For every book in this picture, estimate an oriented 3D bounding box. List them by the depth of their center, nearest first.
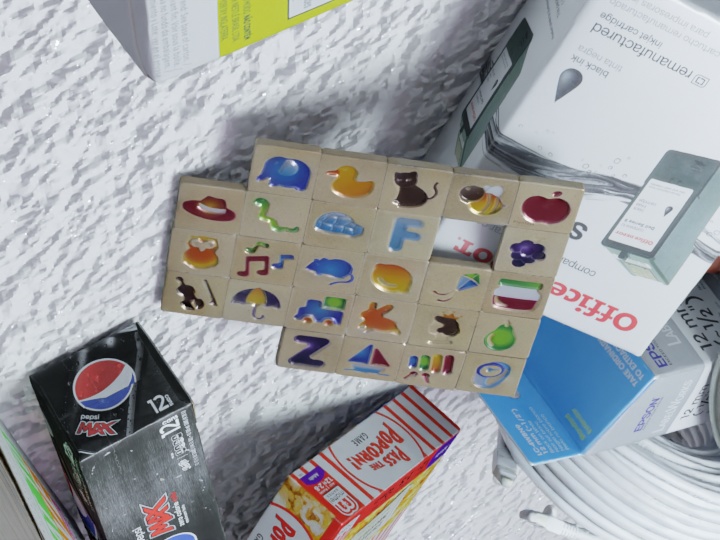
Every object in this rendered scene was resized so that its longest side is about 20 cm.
[{"bbox_3d":[-0.168,0.154,1.205,0.048,0.134,0.200,-33,150,-5],"label":"book"}]

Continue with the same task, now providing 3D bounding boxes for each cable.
[{"bbox_3d":[0.171,0.093,1.401,0.199,0.200,0.069,20,123,-20],"label":"cable"}]

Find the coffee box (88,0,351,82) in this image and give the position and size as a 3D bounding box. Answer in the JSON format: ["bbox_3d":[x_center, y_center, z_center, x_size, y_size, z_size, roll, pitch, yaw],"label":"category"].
[{"bbox_3d":[-0.034,-0.224,0.751,0.197,0.200,0.200,-26,148,-19],"label":"coffee box"}]

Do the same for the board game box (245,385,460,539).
[{"bbox_3d":[-0.034,0.177,1.412,0.151,0.046,0.200,-32,159,-54],"label":"board game box"}]

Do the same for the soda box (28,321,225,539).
[{"bbox_3d":[-0.123,0.116,1.267,0.071,0.063,0.200,-27,148,-13],"label":"soda box"}]

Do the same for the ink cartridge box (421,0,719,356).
[{"bbox_3d":[0.135,-0.070,1.191,0.145,0.084,0.200,23,123,-16],"label":"ink cartridge box"}]

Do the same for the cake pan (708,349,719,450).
[{"bbox_3d":[0.297,0.063,1.301,0.199,0.037,0.201,-8,125,-12],"label":"cake pan"}]

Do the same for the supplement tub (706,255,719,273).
[{"bbox_3d":[0.223,-0.101,1.276,0.107,0.107,0.200,-3,136,-43],"label":"supplement tub"}]

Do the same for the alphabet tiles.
[{"bbox_3d":[0.000,0.000,1.183,0.199,0.008,0.168,8,138,-6],"label":"alphabet tiles"}]

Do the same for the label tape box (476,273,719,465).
[{"bbox_3d":[0.145,0.025,1.333,0.199,0.143,0.066,-10,141,-38],"label":"label tape box"}]
